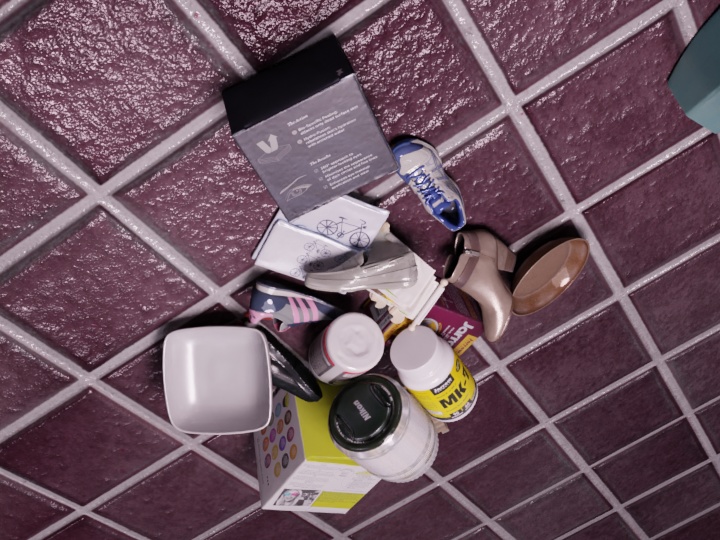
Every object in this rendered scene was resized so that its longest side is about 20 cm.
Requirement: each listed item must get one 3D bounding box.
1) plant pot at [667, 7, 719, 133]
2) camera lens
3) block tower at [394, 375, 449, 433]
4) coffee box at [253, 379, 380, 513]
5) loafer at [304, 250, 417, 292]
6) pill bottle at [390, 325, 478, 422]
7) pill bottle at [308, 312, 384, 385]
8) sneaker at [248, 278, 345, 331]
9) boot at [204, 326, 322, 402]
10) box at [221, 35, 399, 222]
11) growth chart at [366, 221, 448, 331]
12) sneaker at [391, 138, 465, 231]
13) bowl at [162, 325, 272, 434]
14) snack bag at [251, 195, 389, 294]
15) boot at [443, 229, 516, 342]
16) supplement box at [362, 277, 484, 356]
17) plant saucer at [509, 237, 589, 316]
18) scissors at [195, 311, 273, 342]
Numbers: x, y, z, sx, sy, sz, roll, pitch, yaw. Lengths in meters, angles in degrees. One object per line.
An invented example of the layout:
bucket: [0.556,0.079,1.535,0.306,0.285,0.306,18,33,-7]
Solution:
plant pot: [0.623,-0.336,1.455,0.141,0.142,0.200,19,131,-33]
camera lens: [0.044,0.295,1.634,0.160,0.160,0.200,-30,141,9]
block tower: [0.136,0.297,1.944,0.058,0.054,0.200,-26,135,6]
coffee box: [-0.085,0.360,1.808,0.199,0.200,0.198,13,134,-29]
loafer: [0.000,0.000,1.533,0.199,0.070,0.070,-4,95,5]
pill bottle: [0.137,0.193,1.655,0.114,0.114,0.200,-29,137,9]
pill bottle: [-0.036,0.155,1.661,0.110,0.111,0.200,-2,163,-18]
sneaker: [-0.119,0.076,1.607,0.200,0.070,0.082,18,95,-36]
boot: [-0.193,0.220,1.701,0.162,0.073,0.198,-41,106,10]
box: [-0.074,-0.211,1.334,0.196,0.118,0.200,-25,137,5]
growth chart: [0.057,0.005,1.577,0.200,0.018,0.145,44,120,2]
sneaker: [0.123,-0.144,1.491,0.075,0.088,0.200,-36,132,18]
bowl: [-0.256,0.195,1.618,0.199,0.075,0.201,-2,96,5]
snack bag: [-0.065,-0.058,1.529,0.188,0.021,0.200,21,123,-20]
boot: [0.217,0.024,1.642,0.146,0.070,0.201,14,83,-33]
supplement box: [0.126,0.089,1.704,0.200,0.103,0.131,20,122,-35]
plant saucer: [0.361,0.004,1.723,0.200,0.037,0.201,-27,146,-20]
scissors: [-0.217,0.086,1.645,0.199,0.014,0.073,-14,138,-6]
